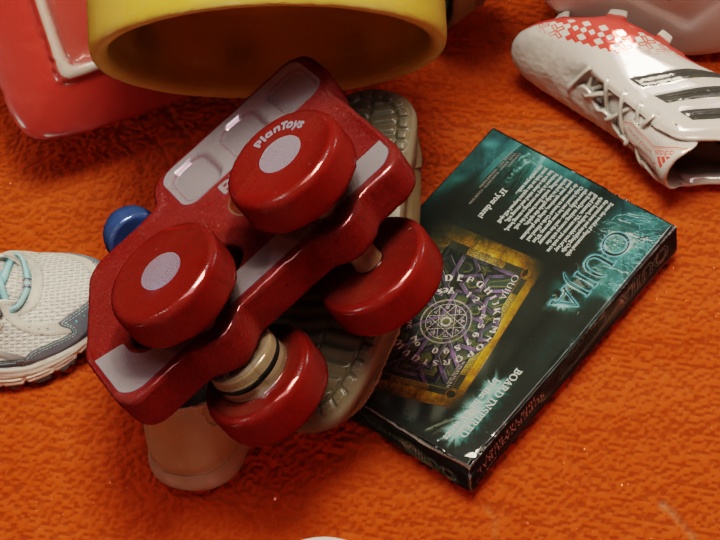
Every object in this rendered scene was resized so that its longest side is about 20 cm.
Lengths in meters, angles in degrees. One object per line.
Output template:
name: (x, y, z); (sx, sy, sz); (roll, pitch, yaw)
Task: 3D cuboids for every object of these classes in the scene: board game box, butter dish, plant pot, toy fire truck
board game box: (0.070, 0.018, 1.215); (0.135, 0.028, 0.200); (31, 64, 27)
butter dish: (-0.160, -0.200, 1.329); (0.199, 0.200, 0.148); (-21, 12, -17)
plant pot: (-0.054, -0.211, 1.195); (0.200, 0.201, 0.190); (-3, 81, 4)
toy fire truck: (-0.065, -0.015, 1.126); (0.200, 0.112, 0.168); (-43, 36, -2)

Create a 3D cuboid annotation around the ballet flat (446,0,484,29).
ballet flat: (0.068, -0.195, 1.272); (0.063, 0.200, 0.069); (-11, 79, -3)

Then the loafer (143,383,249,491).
loafer: (-0.073, 0.026, 1.202); (0.075, 0.068, 0.201); (7, 57, 9)

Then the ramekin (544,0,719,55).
ramekin: (0.192, -0.214, 1.270); (0.200, 0.201, 0.098); (2, 63, 8)

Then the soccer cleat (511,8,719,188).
soccer cleat: (0.175, -0.093, 1.262); (0.199, 0.069, 0.085); (22, 56, 15)

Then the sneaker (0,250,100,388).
sneaker: (-0.240, 0.019, 1.215); (0.199, 0.086, 0.078); (-8, 55, 1)

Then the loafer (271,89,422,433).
loafer: (0.000, 0.000, 1.183); (0.076, 0.067, 0.201); (9, 71, 24)

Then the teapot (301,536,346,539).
teapot: (0.013, 0.245, 0.994); (0.146, 0.201, 0.197); (-1, 9, -39)
